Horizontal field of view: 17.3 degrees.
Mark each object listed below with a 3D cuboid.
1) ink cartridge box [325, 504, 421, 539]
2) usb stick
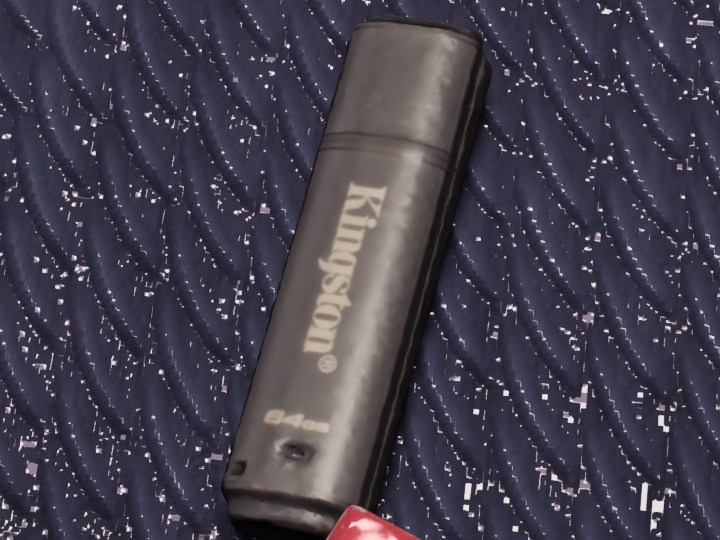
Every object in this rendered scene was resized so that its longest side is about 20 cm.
[{"bbox_3d":[0.010,0.196,0.714,0.147,0.086,0.200,28,72,15],"label":"ink cartridge box"},{"bbox_3d":[0.000,0.000,0.833,0.055,0.033,0.201,12,67,8],"label":"usb stick"}]
